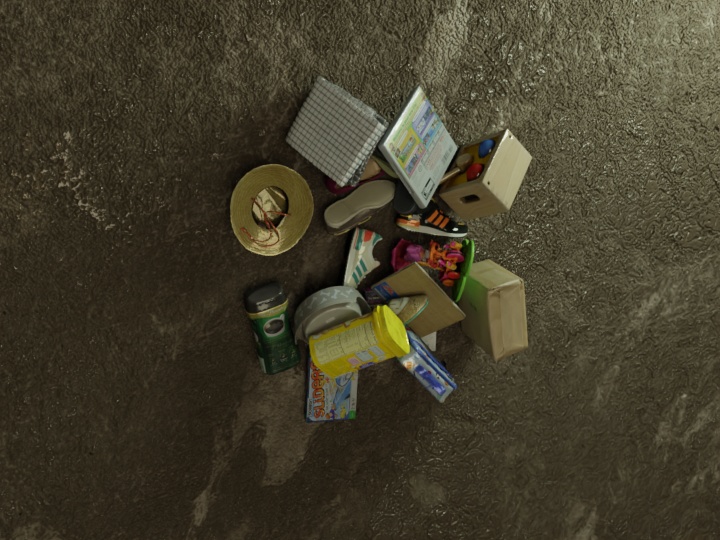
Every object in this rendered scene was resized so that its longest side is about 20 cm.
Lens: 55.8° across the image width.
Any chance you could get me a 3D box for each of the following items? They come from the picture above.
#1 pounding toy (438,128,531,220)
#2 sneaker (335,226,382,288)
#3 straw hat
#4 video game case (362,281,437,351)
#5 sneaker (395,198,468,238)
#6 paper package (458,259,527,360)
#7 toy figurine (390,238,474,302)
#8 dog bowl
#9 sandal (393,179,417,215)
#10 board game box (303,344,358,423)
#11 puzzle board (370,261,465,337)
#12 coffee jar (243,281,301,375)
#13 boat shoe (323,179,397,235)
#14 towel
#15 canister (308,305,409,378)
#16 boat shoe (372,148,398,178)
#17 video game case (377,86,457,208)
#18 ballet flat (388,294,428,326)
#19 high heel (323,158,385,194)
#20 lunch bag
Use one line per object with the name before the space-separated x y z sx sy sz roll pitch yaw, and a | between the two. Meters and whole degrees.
pounding toy | 0.258 -0.219 1.590 0.141 0.198 0.187 39 66 -24
sneaker | 0.000 -0.001 1.632 0.090 0.070 0.206 10 101 -14
straw hat | -0.203 -0.145 1.515 0.194 0.085 0.207 -5 112 -12
video game case | 0.100 0.126 1.722 0.194 0.036 0.187 -6 109 -16
sneaker | 0.181 -0.133 1.653 0.194 0.070 0.093 6 98 -21
paper package | 0.325 0.092 1.696 0.100 0.200 0.197 -13 110 -13
toy figurine | 0.163 -0.023 1.628 0.178 0.201 0.155 10 72 -2
dog bowl | -0.068 0.115 1.596 0.194 0.060 0.203 -16 144 -12
sandal | 0.123 -0.227 1.597 0.043 0.074 0.206 28 78 -61
board game box | -0.073 0.278 1.713 0.131 0.034 0.207 -2 107 -17
puzzle board | 0.140 0.073 1.647 0.149 0.018 0.200 -27 118 37
coffee jar | -0.208 0.133 1.597 0.102 0.085 0.206 -17 112 -17
boat shoe | 0.000 -0.146 1.594 0.197 0.072 0.060 -31 155 -20
towel | -0.048 -0.296 1.470 0.168 0.199 0.085 -56 158 11
canister | -0.004 0.168 1.553 0.195 0.089 0.149 -22 147 16
boat shoe | 0.035 -0.290 1.531 0.199 0.066 0.073 38 60 -6
video game case | 0.133 -0.276 1.523 0.183 0.022 0.203 50 55 -30
ballet flat | 0.076 0.111 1.627 0.065 0.071 0.200 41 114 -12
high heel | 0.012 -0.224 1.554 0.196 0.096 0.069 -27 112 -9
lunch bag | 0.152 0.228 1.665 0.076 0.161 0.200 -44 116 4
